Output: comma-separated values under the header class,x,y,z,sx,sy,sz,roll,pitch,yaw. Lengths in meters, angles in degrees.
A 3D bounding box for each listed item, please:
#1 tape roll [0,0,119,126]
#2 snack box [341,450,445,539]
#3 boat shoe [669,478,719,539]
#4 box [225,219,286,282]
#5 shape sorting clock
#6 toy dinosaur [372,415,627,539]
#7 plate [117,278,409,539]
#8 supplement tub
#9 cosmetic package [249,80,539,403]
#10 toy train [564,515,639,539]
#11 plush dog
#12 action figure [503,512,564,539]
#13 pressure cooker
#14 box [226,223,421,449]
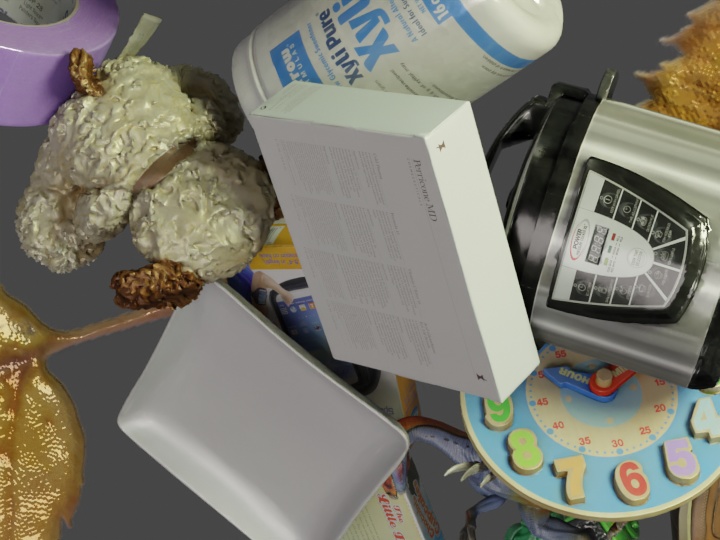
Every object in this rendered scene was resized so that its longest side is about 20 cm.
class,x,y,z,sx,sy,sz,roll,pitch,yaw
tape roll,-0.276,-0.189,1.170,0.200,0.200,0.066,33,120,2
snack box,-0.011,0.176,1.345,0.116,0.037,0.200,-13,109,25
boat shoe,0.265,0.166,1.222,0.068,0.072,0.201,-4,117,4
box,0.000,0.000,1.244,0.199,0.060,0.117,6,116,17
shape sorting clock,0.169,0.085,1.153,0.199,0.200,0.039,11,140,14
toy dinosaur,0.107,0.158,1.220,0.181,0.200,0.105,35,119,13
plate,-0.073,0.114,1.229,0.200,0.032,0.200,39,132,7
supplement tub,0.025,-0.157,1.120,0.200,0.132,0.132,-33,100,28
cosmetic package,0.023,-0.020,1.065,0.151,0.052,0.200,15,133,42
toy train,0.225,0.252,1.288,0.042,0.056,0.200,-30,101,28
plush dog,-0.133,-0.065,1.152,0.172,0.200,0.161,41,160,16
action figure,0.150,0.269,1.324,0.118,0.055,0.201,4,109,19
pressure cooker,0.169,-0.023,1.109,0.199,0.176,0.179,19,143,11
box,-0.025,0.060,1.224,0.119,0.041,0.201,-1,117,20
